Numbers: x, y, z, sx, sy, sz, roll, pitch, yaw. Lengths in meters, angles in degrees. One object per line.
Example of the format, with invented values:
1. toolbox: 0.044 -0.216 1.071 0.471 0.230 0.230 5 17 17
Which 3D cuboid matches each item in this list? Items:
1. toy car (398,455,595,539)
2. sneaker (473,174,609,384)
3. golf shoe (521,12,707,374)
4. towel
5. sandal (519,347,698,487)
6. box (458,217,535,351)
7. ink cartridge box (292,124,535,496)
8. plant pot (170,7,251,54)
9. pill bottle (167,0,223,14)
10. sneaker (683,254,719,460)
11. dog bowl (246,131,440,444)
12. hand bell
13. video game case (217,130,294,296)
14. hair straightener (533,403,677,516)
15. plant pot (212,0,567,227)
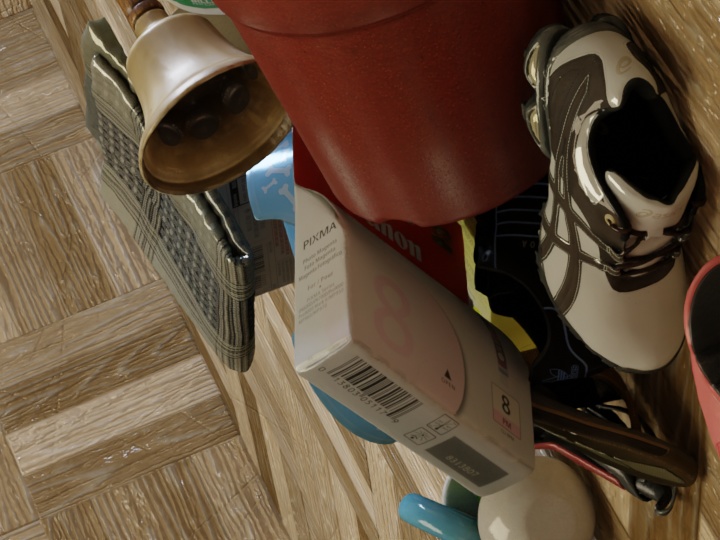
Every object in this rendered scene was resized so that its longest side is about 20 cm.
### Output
1. toy car: 0.095 0.220 1.631 0.175 0.149 0.201 -171 59 -79
2. sneaker: 0.092 -0.028 1.332 0.070 0.078 0.201 88 157 -63
3. golf shoe: 0.130 -0.024 1.149 0.095 0.077 0.201 -131 21 -61
4. towel: -0.128 -0.044 1.499 0.200 0.034 0.193 57 166 17
5. sandal: 0.118 0.068 1.364 0.200 0.055 0.082 29 178 44
6. box: 0.089 -0.004 1.481 0.200 0.050 0.075 85 160 -56
7. ink cartridge box: 0.029 0.006 1.302 0.162 0.057 0.201 36 -138 -37
8. plant pot: -0.039 -0.110 1.591 0.134 0.200 0.201 -8 105 59
9. pill bottle: -0.101 -0.242 1.360 0.113 0.112 0.200 63 179 24
10. sneaker: 0.201 0.082 1.077 0.087 0.073 0.201 -80 -27 -84
11. dog bowl: 0.000 0.000 1.359 0.111 0.049 0.201 12 -126 -53
12. hand bell: -0.126 -0.149 1.321 0.200 0.104 0.104 54 165 27
13. video game case: -0.011 -0.059 1.503 0.200 0.181 0.023 88 160 -62
14. hair straightener: 0.120 0.090 1.423 0.200 0.041 0.077 36 154 42
15. plant pot: 0.020 -0.141 1.200 0.201 0.200 0.196 55 172 51
